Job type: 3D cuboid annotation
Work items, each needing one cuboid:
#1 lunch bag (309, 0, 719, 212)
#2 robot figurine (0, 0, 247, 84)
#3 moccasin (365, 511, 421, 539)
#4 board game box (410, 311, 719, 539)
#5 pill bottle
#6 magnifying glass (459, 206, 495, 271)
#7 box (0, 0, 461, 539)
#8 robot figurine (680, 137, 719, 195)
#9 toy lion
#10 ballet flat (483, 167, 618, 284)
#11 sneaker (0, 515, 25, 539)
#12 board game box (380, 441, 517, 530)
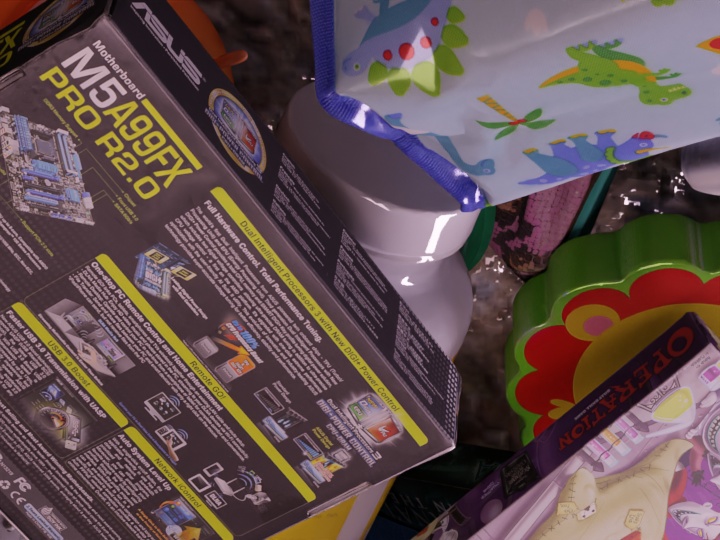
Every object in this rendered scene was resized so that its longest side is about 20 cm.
[{"bbox_3d":[0.078,-0.139,0.720,0.169,0.201,0.127,-16,154,26],"label":"lunch bag"},{"bbox_3d":[-0.128,-0.070,0.849,0.199,0.144,0.117,21,140,33],"label":"robot figurine"},{"bbox_3d":[-0.018,0.136,0.982,0.199,0.081,0.068,27,155,27],"label":"moccasin"},{"bbox_3d":[0.090,0.119,0.887,0.200,0.032,0.120,-41,123,13],"label":"board game box"},{"bbox_3d":[-0.023,0.030,0.880,0.111,0.112,0.201,21,124,-6],"label":"pill bottle"},{"bbox_3d":[0.000,0.000,0.951,0.080,0.022,0.200,50,143,17],"label":"magnifying glass"},{"bbox_3d":[-0.084,0.013,0.779,0.160,0.044,0.200,-29,118,22],"label":"box"},{"bbox_3d":[0.211,-0.051,0.792,0.199,0.171,0.113,3,-179,-22],"label":"robot figurine"},{"bbox_3d":[0.160,0.048,0.916,0.190,0.069,0.200,-17,134,18],"label":"toy lion"},{"bbox_3d":[0.087,-0.075,0.859,0.071,0.069,0.200,32,133,3],"label":"ballet flat"},{"bbox_3d":[-0.151,0.104,1.075,0.200,0.076,0.115,31,121,-23],"label":"sneaker"},{"bbox_3d":[0.049,0.128,1.001,0.199,0.028,0.136,6,136,49],"label":"board game box"}]
